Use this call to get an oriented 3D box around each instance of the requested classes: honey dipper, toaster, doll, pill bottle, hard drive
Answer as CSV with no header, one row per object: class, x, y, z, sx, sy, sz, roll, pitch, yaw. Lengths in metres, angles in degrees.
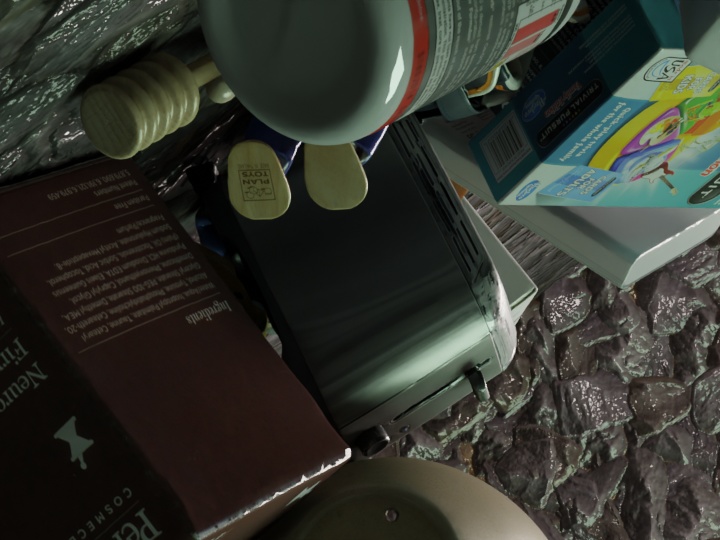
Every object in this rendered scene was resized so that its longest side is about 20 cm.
honey dipper,-0.059,-0.107,1.333,0.200,0.038,0.038,-36,173,-46
toaster,0.000,0.000,1.521,0.129,0.200,0.114,-26,153,-3
doll,-0.014,-0.094,1.384,0.136,0.049,0.200,-7,-153,20
pill bottle,0.031,-0.139,1.228,0.200,0.116,0.116,-29,169,-44
hard drive,0.119,-0.066,1.753,0.132,0.200,0.027,-27,144,-52

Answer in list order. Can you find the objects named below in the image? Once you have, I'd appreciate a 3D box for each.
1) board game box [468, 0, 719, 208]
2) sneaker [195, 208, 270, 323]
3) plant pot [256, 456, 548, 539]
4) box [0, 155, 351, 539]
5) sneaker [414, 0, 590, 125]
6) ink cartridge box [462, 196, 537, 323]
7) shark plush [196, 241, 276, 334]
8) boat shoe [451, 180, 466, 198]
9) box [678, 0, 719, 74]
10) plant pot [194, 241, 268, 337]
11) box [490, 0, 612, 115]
board game box,0.185,-0.096,1.605,0.199,0.047,0.151,0,147,-42
sneaker,-0.033,0.015,1.631,0.078,0.200,0.076,-20,133,-22
plant pot,0.013,0.178,1.436,0.200,0.200,0.135,-36,154,-10
box,-0.149,0.076,1.366,0.166,0.200,0.164,-42,171,27
sneaker,0.039,-0.114,1.557,0.200,0.080,0.078,-38,173,16
ink cartridge box,0.041,0.004,1.992,0.084,0.144,0.200,-37,173,-11
shark plush,-0.099,0.023,1.786,0.083,0.091,0.200,-58,-167,9
boat shoe,0.012,-0.052,1.763,0.071,0.070,0.200,-65,168,19
box,0.297,-0.191,1.469,0.199,0.199,0.172,-50,-152,38
plant pot,-0.141,0.081,1.614,0.200,0.186,0.186,-57,164,27
box,0.193,-0.177,1.723,0.200,0.124,0.197,-28,166,-49
